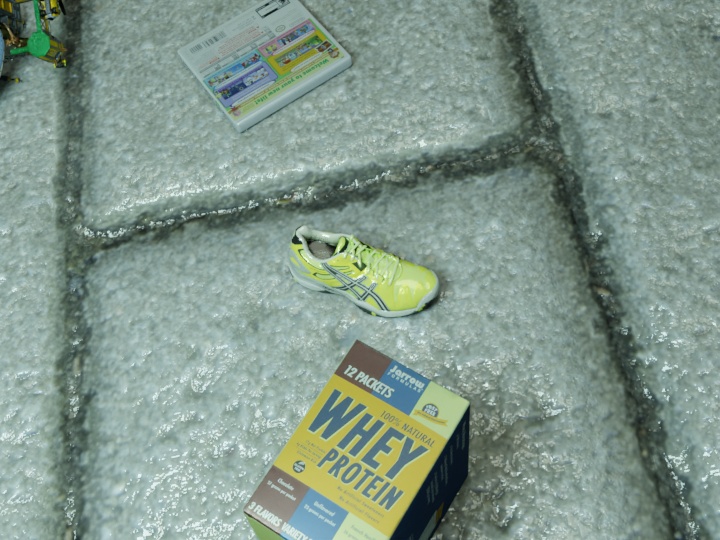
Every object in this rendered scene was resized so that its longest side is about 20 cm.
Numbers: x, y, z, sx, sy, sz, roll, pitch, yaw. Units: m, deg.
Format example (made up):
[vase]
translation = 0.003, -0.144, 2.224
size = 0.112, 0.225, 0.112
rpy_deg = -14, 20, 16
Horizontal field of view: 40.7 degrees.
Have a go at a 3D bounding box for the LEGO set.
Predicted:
[LEGO set]
translation = -0.513, -0.358, 1.456
size = 0.197, 0.116, 0.157
rpy_deg = -16, 87, 13

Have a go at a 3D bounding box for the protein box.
[protein box]
translation = 0.006, 0.222, 0.980
size = 0.133, 0.200, 0.201
rpy_deg = 26, 65, 20

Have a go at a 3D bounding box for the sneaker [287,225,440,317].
[sneaker]
translation = 0.000, 0.000, 1.184
size = 0.196, 0.077, 0.076
rpy_deg = 12, 59, 12

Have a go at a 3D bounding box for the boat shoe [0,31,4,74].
[boat shoe]
translation = -0.567, -0.262, 1.366
size = 0.071, 0.072, 0.203
rpy_deg = 23, 89, 12

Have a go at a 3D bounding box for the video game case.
[video game case]
translation = -0.141, -0.310, 1.416
size = 0.198, 0.022, 0.183
rpy_deg = -33, 61, -13
